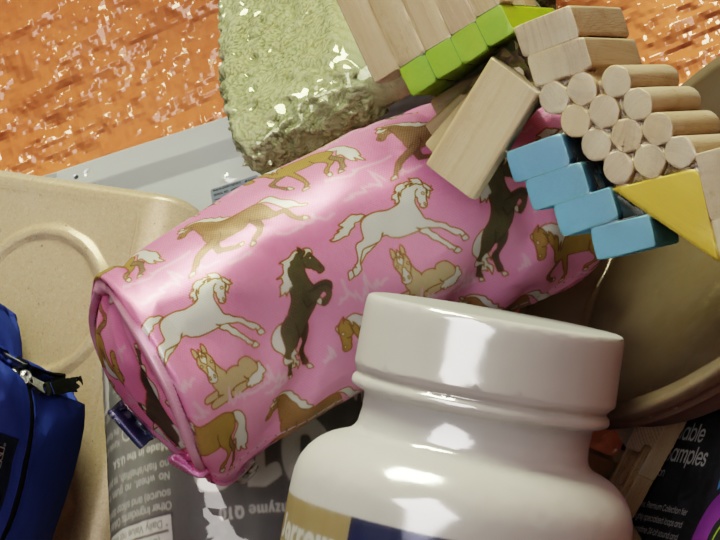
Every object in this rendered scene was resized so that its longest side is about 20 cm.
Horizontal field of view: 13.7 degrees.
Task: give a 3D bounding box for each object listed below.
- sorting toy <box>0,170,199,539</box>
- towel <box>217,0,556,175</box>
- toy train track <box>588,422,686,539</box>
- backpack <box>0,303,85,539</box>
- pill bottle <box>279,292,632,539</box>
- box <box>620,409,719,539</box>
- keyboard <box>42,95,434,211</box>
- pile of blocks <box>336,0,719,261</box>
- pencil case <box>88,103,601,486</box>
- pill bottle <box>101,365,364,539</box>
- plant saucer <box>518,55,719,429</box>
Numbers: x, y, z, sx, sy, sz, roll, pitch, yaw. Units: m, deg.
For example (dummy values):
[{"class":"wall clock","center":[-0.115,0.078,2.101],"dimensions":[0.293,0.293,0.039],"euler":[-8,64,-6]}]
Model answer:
[{"class":"sorting toy","center":[-0.169,0.049,1.258],"dimensions":[0.200,0.036,0.185],"euler":[9,83,20]},{"class":"towel","center":[0.005,-0.121,1.179],"dimensions":[0.148,0.037,0.200],"euler":[-29,31,15]},{"class":"toy train track","center":[0.060,0.129,1.110],"dimensions":[0.032,0.115,0.200],"euler":[23,104,-15]},{"class":"backpack","center":[-0.209,0.058,1.143],"dimensions":[0.168,0.200,0.163],"euler":[9,82,20]},{"class":"pill bottle","center":[0.029,0.113,1.018],"dimensions":[0.120,0.120,0.200],"euler":[10,92,25]},{"class":"box","center":[0.112,0.131,1.067],"dimensions":[0.036,0.143,0.200],"euler":[21,85,-16]},{"class":"keyboard","center":[-0.053,-0.038,1.248],"dimensions":[0.200,0.011,0.056],"euler":[-17,75,19]},{"class":"pile of blocks","center":[0.077,-0.054,1.046],"dimensions":[0.200,0.062,0.082],"euler":[42,111,19]},{"class":"pencil case","center":[0.000,0.000,1.084],"dimensions":[0.200,0.087,0.083],"euler":[-29,50,-20]},{"class":"pill bottle","center":[-0.040,0.108,1.143],"dimensions":[0.113,0.113,0.200],"euler":[-11,72,20]},{"class":"plant saucer","center":[0.138,-0.017,1.091],"dimensions":[0.200,0.029,0.200],"euler":[-39,23,20]}]
